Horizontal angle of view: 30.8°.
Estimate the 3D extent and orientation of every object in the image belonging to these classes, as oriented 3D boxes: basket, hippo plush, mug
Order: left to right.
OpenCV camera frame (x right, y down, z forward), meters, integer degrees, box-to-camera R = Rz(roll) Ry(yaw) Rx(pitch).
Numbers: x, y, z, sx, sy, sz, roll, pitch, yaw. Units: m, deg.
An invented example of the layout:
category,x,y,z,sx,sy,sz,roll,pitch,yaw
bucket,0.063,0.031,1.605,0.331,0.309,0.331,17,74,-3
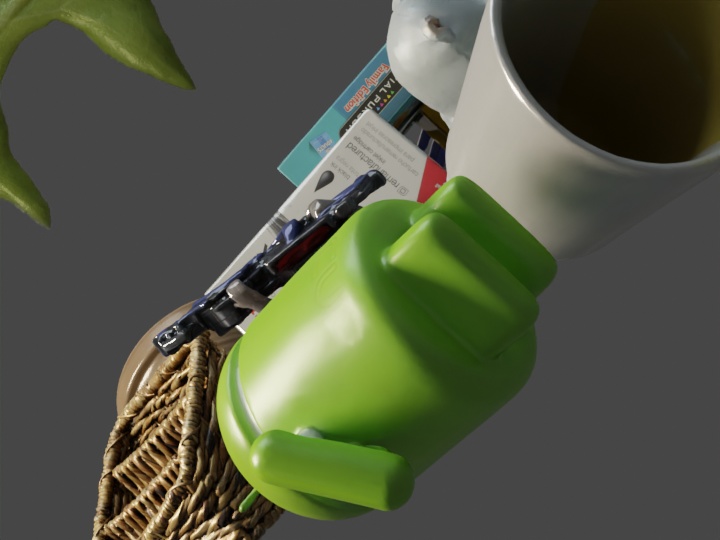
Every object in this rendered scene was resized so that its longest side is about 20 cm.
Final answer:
category,x,y,z,sx,sy,sz,roll,pitch,yaw
basket,-0.151,0.170,1.036,0.143,0.149,0.200,-47,3,-42
hippo plush,0.079,-0.120,0.859,0.200,0.161,0.159,-32,17,-1
mug,0.134,-0.077,0.707,0.153,0.186,0.150,120,159,-60

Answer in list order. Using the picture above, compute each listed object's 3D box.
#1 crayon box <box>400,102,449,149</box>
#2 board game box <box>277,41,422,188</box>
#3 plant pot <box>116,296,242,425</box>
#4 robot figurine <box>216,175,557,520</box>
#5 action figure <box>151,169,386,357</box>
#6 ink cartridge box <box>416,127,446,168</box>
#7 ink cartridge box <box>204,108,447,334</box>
category,x,y,z,sx,sy,sz,roll,pitch,yaw
crayon box,0.112,-0.176,1.193,0.200,0.051,0.127,-48,1,3
board game box,0.018,-0.143,1.131,0.200,0.047,0.151,-48,-1,3
plant pot,-0.112,0.127,1.176,0.201,0.201,0.093,-46,36,6
robot figurine,0.006,0.045,0.649,0.200,0.116,0.176,-45,7,33
action figure,-0.039,0.034,0.896,0.200,0.105,0.194,-35,23,9
ink cartridge box,0.133,-0.165,1.381,0.200,0.047,0.198,-47,-12,-23
ink cartridge box,0.000,0.000,1.021,0.200,0.144,0.084,-49,-25,1
